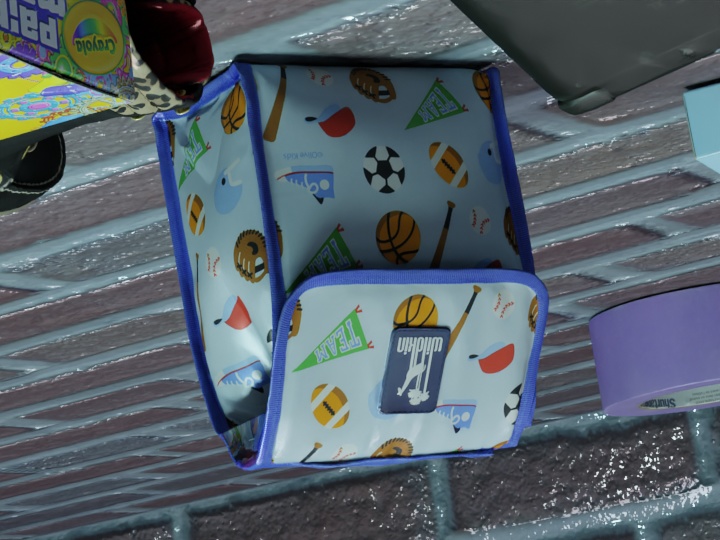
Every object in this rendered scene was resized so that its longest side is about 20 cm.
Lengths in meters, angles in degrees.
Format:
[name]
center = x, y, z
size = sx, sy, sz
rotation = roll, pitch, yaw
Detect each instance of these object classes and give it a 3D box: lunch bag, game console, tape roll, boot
[lunch bag]
center = 0.000, 0.000, 1.200
size = 0.169, 0.202, 0.124
rotation = -1, 167, -31
[game console]
center = 0.149, -0.156, 0.949
size = 0.199, 0.117, 0.176
rotation = -24, 134, 33
[tape roll]
center = 0.309, 0.071, 2.105
size = 0.198, 0.086, 0.200
rotation = -9, 169, -2
[boot]
center = -0.137, -0.080, 1.037
size = 0.149, 0.074, 0.200
rotation = -12, 163, 16

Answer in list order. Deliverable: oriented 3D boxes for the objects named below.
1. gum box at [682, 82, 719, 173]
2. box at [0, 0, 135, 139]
[gum box]
center = 0.309, -0.094, 1.373
size = 0.199, 0.045, 0.170
rotation = -14, 167, 21
[box]
center = -0.205, -0.103, 0.724
size = 0.191, 0.123, 0.200
rotation = -13, 168, 22
